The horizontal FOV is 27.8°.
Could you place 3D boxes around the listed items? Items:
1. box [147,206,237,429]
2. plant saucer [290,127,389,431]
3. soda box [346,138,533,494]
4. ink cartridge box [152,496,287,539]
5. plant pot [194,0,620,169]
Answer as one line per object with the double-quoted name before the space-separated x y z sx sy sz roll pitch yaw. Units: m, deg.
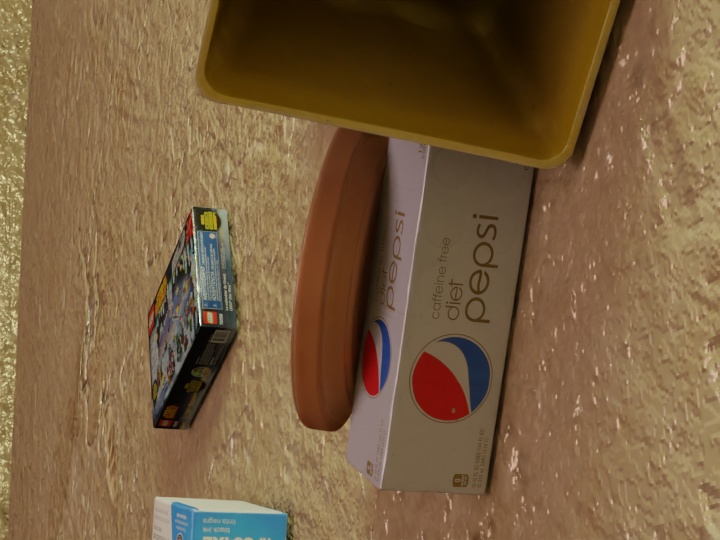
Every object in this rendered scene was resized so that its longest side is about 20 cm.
"box" -0.170 0.050 1.440 0.200 0.040 0.138 120 149 -49
"plant saucer" 0.000 0.000 0.893 0.200 0.032 0.202 10 -90 -79
"soda box" 0.044 0.022 0.829 0.064 0.068 0.202 -156 73 -68
"ink cartridge box" -0.122 0.292 1.190 0.146 0.084 0.202 167 108 -68
"plant pot" 0.027 -0.195 0.774 0.177 0.198 0.201 -102 24 -63
